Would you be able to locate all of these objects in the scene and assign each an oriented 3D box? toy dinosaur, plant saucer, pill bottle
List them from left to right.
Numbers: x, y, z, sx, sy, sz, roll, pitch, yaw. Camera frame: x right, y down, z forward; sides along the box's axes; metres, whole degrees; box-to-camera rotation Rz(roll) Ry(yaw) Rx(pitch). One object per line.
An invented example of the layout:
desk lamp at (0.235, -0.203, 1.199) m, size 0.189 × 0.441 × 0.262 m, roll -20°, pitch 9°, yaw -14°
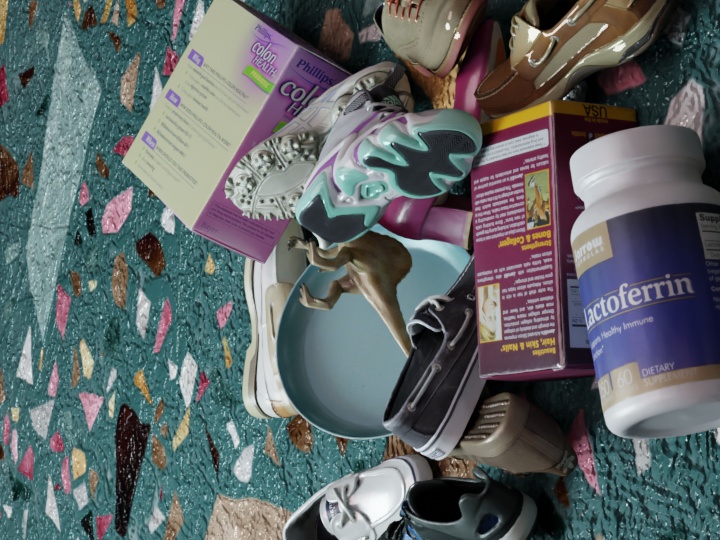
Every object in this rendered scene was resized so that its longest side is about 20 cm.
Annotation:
toy dinosaur at (0.000, 0.000, 1.543) m, size 0.058 × 0.101 × 0.201 m, roll 112°, pitch 147°, yaw -46°
plant saucer at (0.021, 0.054, 1.575) m, size 0.199 × 0.027 × 0.201 m, roll -12°, pitch 62°, yaw 23°
pill bottle at (0.209, 0.008, 1.272) m, size 0.116 × 0.115 × 0.201 m, roll -34°, pitch 60°, yaw 53°

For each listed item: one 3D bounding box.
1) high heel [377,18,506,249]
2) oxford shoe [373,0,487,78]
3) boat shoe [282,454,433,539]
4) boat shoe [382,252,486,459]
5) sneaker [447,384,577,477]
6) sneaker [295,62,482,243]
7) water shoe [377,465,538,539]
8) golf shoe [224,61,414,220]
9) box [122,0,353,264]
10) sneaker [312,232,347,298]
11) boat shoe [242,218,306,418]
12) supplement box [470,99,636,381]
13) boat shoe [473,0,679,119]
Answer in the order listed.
high heel at (0.064, -0.119, 1.533) m, size 0.095 × 0.067 × 0.201 m, roll 15°, pitch 117°, yaw 17°
oxford shoe at (0.051, -0.204, 1.512) m, size 0.071 × 0.075 × 0.200 m, roll -61°, pitch 9°, yaw -7°
boat shoe at (-0.005, 0.221, 1.657) m, size 0.200 × 0.065 × 0.074 m, roll -43°, pitch 53°, yaw 49°
boat shoe at (0.071, 0.050, 1.471) m, size 0.072 × 0.068 × 0.201 m, roll -21°, pitch 41°, yaw 61°
sneaker at (0.112, 0.138, 1.468) m, size 0.071 × 0.075 × 0.200 m, roll -56°, pitch 9°, yaw -5°
sneaker at (0.028, -0.118, 1.483) m, size 0.200 × 0.078 × 0.140 m, roll -25°, pitch 39°, yaw 42°
water shoe at (0.063, 0.202, 1.521) m, size 0.200 × 0.079 × 0.072 m, roll -25°, pitch 29°, yaw 48°
golf shoe at (-0.033, -0.119, 1.666) m, size 0.199 × 0.078 × 0.097 m, roll -31°, pitch 19°, yaw 19°
box at (-0.114, -0.140, 1.766) m, size 0.201 × 0.096 × 0.176 m, roll -60°, pitch 38°, yaw 7°
sneaker at (-0.013, 0.033, 1.669) m, size 0.070 × 0.080 × 0.201 m, roll -14°, pitch 78°, yaw 56°
boat shoe at (-0.068, 0.043, 1.774) m, size 0.068 × 0.075 × 0.201 m, roll -4°, pitch 83°, yaw 38°
supplement box at (0.150, -0.019, 1.397) m, size 0.110 × 0.085 × 0.201 m, roll -13°, pitch 77°, yaw 58°
boat shoe at (0.152, -0.181, 1.392) m, size 0.200 × 0.074 × 0.076 m, roll -29°, pitch 24°, yaw 48°
